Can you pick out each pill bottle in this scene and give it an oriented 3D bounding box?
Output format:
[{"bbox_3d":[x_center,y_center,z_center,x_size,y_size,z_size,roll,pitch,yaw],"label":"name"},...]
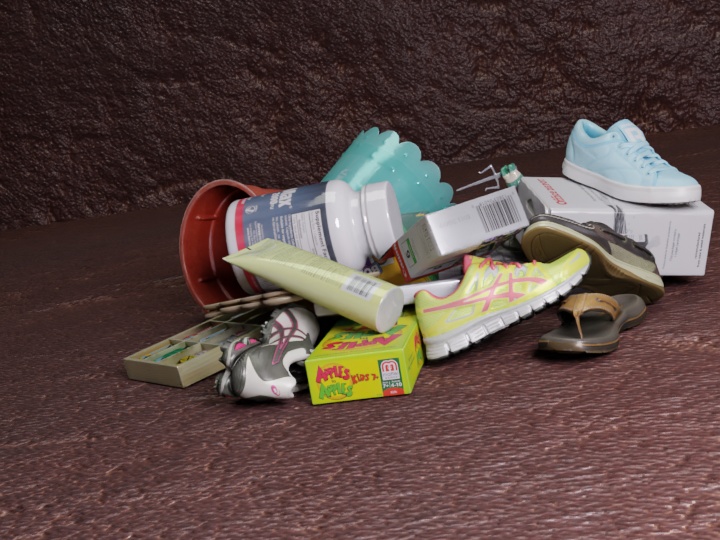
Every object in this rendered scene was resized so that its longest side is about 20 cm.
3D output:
[{"bbox_3d":[-0.053,-0.046,1.432,0.198,0.120,0.120,-11,9,11],"label":"pill bottle"}]

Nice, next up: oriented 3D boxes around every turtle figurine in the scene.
[{"bbox_3d":[0.227,-0.069,1.535,0.198,0.101,0.150,-4,-23,4],"label":"turtle figurine"}]

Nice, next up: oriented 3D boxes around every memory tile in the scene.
[{"bbox_3d":[-0.083,0.029,1.374,0.152,0.017,0.200,-11,0,-34],"label":"memory tile"}]

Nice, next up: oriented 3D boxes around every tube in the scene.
[{"bbox_3d":[-0.047,0.008,1.252,0.199,0.052,0.058,22,-11,29],"label":"tube"}]

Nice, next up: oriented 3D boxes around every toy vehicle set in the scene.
[{"bbox_3d":[-0.172,0.087,1.429,0.199,0.027,0.124,-25,17,-39],"label":"toy vehicle set"}]

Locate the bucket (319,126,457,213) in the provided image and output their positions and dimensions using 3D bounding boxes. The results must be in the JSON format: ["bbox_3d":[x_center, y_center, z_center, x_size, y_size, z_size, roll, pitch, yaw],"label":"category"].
[{"bbox_3d":[0.031,-0.103,1.812,0.135,0.208,0.207,-46,24,-19],"label":"bucket"}]

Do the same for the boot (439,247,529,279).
[{"bbox_3d":[0.143,-0.002,1.555,0.198,0.070,0.132,-8,12,11],"label":"boot"}]

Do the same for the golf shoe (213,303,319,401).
[{"bbox_3d":[-0.078,0.096,1.260,0.087,0.078,0.200,14,21,18],"label":"golf shoe"}]

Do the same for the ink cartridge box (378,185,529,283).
[{"bbox_3d":[0.098,-0.030,1.305,0.108,0.051,0.200,-18,-8,-18],"label":"ink cartridge box"}]

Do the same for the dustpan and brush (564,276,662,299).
[{"bbox_3d":[0.254,0.013,1.435,0.199,0.058,0.139,-7,20,-25],"label":"dustpan and brush"}]

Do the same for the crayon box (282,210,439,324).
[{"bbox_3d":[0.000,0.000,1.505,0.198,0.120,0.058,-8,-11,12],"label":"crayon box"}]

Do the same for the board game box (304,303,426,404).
[{"bbox_3d":[0.015,0.084,1.247,0.101,0.048,0.200,-7,10,12],"label":"board game box"}]

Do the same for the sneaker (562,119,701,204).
[{"bbox_3d":[0.313,-0.131,1.377,0.074,0.083,0.199,-13,24,-37],"label":"sneaker"}]

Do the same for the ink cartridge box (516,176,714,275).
[{"bbox_3d":[0.297,-0.055,1.410,0.198,0.084,0.144,1,19,-7],"label":"ink cartridge box"}]

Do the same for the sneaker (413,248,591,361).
[{"bbox_3d":[0.144,0.016,1.227,0.199,0.091,0.078,-26,-9,0],"label":"sneaker"}]

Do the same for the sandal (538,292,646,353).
[{"bbox_3d":[0.242,0.045,1.220,0.081,0.055,0.200,-3,12,37],"label":"sandal"}]

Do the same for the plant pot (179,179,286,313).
[{"bbox_3d":[-0.122,-0.035,1.695,0.200,0.202,0.195,-1,5,41],"label":"plant pot"}]

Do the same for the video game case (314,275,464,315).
[{"bbox_3d":[0.049,0.027,1.358,0.198,0.024,0.182,-8,-1,0],"label":"video game case"}]

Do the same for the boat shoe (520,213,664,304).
[{"bbox_3d":[0.252,-0.020,1.294,0.199,0.065,0.073,26,-41,-32],"label":"boat shoe"}]
